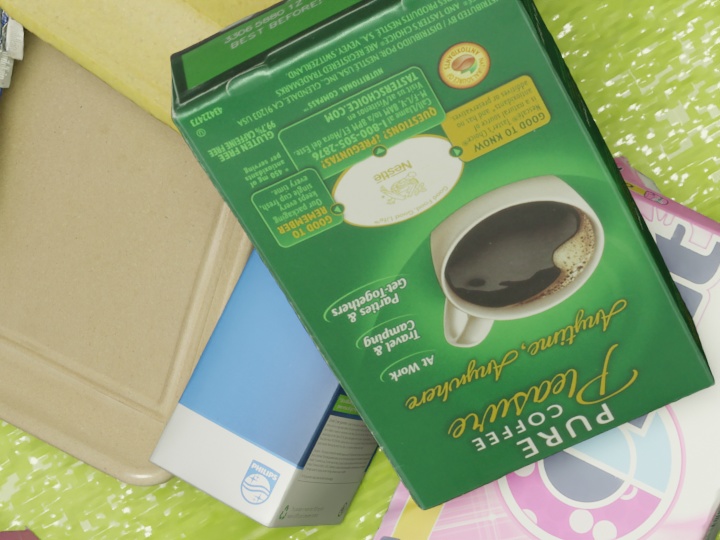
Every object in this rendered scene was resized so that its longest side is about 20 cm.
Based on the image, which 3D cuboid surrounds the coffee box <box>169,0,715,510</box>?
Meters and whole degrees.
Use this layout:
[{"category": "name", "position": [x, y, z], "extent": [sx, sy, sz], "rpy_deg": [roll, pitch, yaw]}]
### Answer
[{"category": "coffee box", "position": [0.031, -0.016, 0.868], "extent": [0.123, 0.044, 0.200], "rpy_deg": [-26, 124, 10]}]

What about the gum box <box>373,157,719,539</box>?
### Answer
[{"category": "gum box", "position": [0.092, 0.062, 0.974], "extent": [0.113, 0.066, 0.201], "rpy_deg": [26, 93, 13]}]

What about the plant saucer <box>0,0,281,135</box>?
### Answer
[{"category": "plant saucer", "position": [-0.043, -0.141, 0.906], "extent": [0.200, 0.048, 0.201], "rpy_deg": [34, 133, 23]}]

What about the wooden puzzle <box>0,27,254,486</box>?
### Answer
[{"category": "wooden puzzle", "position": [-0.116, -0.035, 1.036], "extent": [0.185, 0.037, 0.201], "rpy_deg": [24, 98, 28]}]

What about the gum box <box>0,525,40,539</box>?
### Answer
[{"category": "gum box", "position": [-0.117, 0.189, 1.000], "extent": [0.066, 0.113, 0.200], "rpy_deg": [-45, 78, 7]}]

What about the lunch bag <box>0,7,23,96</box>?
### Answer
[{"category": "lunch bag", "position": [-0.226, -0.089, 1.043], "extent": [0.199, 0.075, 0.161], "rpy_deg": [7, 86, 36]}]

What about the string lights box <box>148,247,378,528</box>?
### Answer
[{"category": "string lights box", "position": [0.000, 0.000, 0.991], "extent": [0.059, 0.103, 0.201], "rpy_deg": [27, 92, 16]}]
